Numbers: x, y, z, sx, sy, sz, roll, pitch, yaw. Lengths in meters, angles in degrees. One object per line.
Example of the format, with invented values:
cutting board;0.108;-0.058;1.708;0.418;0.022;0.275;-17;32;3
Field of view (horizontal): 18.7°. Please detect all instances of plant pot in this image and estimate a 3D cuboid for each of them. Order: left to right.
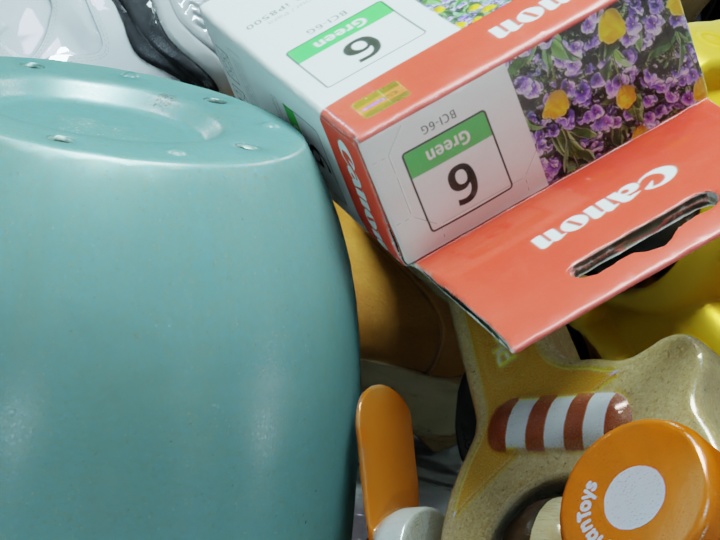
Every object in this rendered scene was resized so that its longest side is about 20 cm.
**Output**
plant pot;-0.089;0.027;0.654;0.200;0.161;0.201;10;15;-3

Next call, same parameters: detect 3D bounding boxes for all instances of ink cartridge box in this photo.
ink cartridge box;0.038;-0.057;0.658;0.109;0.050;0.200;-29;31;-11

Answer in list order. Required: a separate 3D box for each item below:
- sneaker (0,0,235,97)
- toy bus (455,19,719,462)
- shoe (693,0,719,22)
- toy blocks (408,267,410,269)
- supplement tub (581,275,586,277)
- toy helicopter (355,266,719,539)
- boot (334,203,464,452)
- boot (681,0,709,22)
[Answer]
sneaker;-0.147;-0.089;0.810;0.200;0.115;0.075;34;-19;26
toy bus;0.147;0.041;0.713;0.136;0.200;0.192;-2;29;-41
shoe;0.175;-0.091;0.868;0.071;0.091;0.200;18;44;23
toy blocks;0.019;-0.085;0.954;0.100;0.200;0.137;10;27;-25
supplement tub;0.129;-0.015;0.979;0.145;0.145;0.200;-1;18;-36
toy helicopter;0.045;0.050;0.635;0.079;0.132;0.200;36;28;-42
boot;-0.001;0.000;0.856;0.201;0.071;0.144;-12;67;-42
boot;0.086;-0.088;0.804;0.066;0.200;0.175;33;7;-11
